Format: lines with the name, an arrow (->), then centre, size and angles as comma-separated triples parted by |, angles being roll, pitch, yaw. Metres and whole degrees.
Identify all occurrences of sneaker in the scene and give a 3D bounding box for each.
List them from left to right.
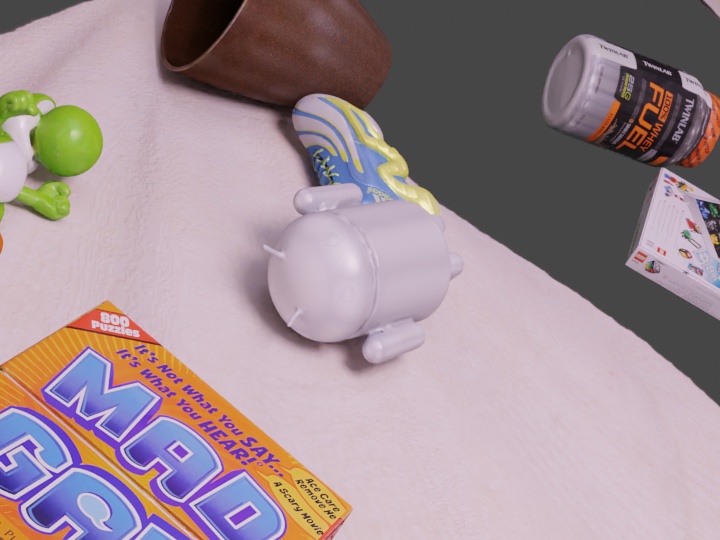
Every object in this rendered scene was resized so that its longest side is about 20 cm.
sneaker -> -0.011, -0.093, 1.375 | 0.200, 0.076, 0.105 | 43, 37, 15

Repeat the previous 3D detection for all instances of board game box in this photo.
board game box -> -0.167, 0.183, 0.816 | 0.200, 0.200, 0.200 | 39, 36, 10
board game box -> 0.381, -0.034, 1.624 | 0.126, 0.035, 0.200 | 31, 35, 1

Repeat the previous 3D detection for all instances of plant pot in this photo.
plant pot -> -0.072, -0.244, 1.451 | 0.199, 0.187, 0.187 | 27, 32, -32

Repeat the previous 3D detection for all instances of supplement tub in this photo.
supplement tub -> 0.331, -0.200, 1.715 | 0.199, 0.123, 0.123 | 17, 37, -18

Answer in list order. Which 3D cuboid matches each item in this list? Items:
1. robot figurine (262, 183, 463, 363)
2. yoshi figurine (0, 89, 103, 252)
robot figurine -> 0.000, 0.000, 1.236 | 0.199, 0.113, 0.170 | -10, 66, -44
yoshi figurine -> -0.276, -0.091, 1.163 | 0.112, 0.112, 0.200 | 42, 31, -12
